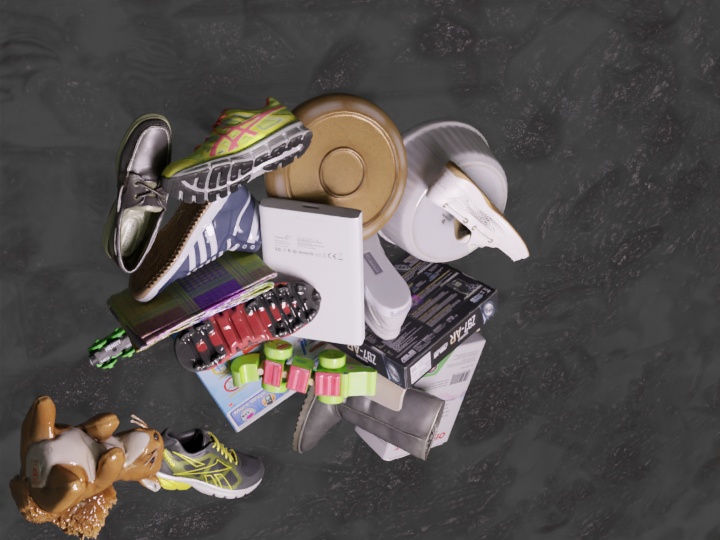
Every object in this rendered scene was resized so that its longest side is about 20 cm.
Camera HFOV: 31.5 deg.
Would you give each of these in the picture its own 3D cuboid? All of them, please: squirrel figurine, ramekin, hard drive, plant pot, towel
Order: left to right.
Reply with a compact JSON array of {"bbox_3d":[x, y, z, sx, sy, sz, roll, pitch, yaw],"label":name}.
[{"bbox_3d":[-0.365,0.270,1.729,0.186,0.142,0.200,-3,139,-45],"label":"squirrel figurine"},{"bbox_3d":[-0.217,0.029,1.615,0.199,0.143,0.023,-27,122,-18],"label":"towel"},{"bbox_3d":[-0.061,0.003,1.652,0.131,0.027,0.201,8,126,12],"label":"hard drive"},{"bbox_3d":[-0.026,-0.127,1.647,0.198,0.027,0.202,-4,101,-20],"label":"plant pot"},{"bbox_3d":[0.113,-0.102,1.771,0.201,0.094,0.204,-18,131,-22],"label":"ramekin"}]

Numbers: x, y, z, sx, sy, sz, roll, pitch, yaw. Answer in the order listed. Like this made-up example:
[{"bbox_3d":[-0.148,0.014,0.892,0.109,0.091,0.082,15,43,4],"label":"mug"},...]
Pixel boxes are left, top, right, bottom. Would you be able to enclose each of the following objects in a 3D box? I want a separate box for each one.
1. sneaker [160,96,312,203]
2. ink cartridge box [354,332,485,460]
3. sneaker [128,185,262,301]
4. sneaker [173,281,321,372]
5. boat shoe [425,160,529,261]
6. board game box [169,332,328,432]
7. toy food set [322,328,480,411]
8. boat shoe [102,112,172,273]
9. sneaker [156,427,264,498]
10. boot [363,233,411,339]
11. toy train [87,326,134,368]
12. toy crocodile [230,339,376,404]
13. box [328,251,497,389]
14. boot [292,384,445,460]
[{"bbox_3d":[-0.162,-0.151,1.557,0.199,0.091,0.078,-25,161,-26],"label":"sneaker"},{"bbox_3d":[0.089,0.177,1.960,0.144,0.084,0.201,-9,128,-42],"label":"ink cartridge box"},{"bbox_3d":[-0.201,-0.028,1.623,0.201,0.070,0.108,-54,135,-2],"label":"sneaker"},{"bbox_3d":[-0.146,0.066,1.648,0.199,0.098,0.071,-24,97,-5],"label":"sneaker"},{"bbox_3d":[0.153,-0.066,1.714,0.069,0.071,0.200,-44,127,5],"label":"boat shoe"},{"bbox_3d":[-0.139,0.100,1.782,0.199,0.056,0.197,-34,135,-8],"label":"board game box"},{"bbox_3d":[0.056,0.109,1.811,0.200,0.143,0.061,-42,141,-35],"label":"toy food set"},{"bbox_3d":[-0.262,-0.089,1.548,0.071,0.066,0.202,2,121,-34],"label":"boat shoe"},{"bbox_3d":[-0.218,0.275,1.849,0.199,0.075,0.085,9,117,-38],"label":"sneaker"},{"bbox_3d":[0.000,0.000,1.722,0.073,0.201,0.096,-18,152,-20],"label":"boot"},{"bbox_3d":[-0.268,0.064,1.665,0.199,0.056,0.042,-31,107,-13],"label":"toy train"},{"bbox_3d":[-0.076,0.142,1.726,0.198,0.062,0.068,9,109,3],"label":"toy crocodile"},{"bbox_3d":[0.070,0.062,1.782,0.200,0.160,0.044,-38,139,-32],"label":"box"},{"bbox_3d":[0.010,0.228,1.887,0.198,0.073,0.183,22,118,4],"label":"boot"}]
